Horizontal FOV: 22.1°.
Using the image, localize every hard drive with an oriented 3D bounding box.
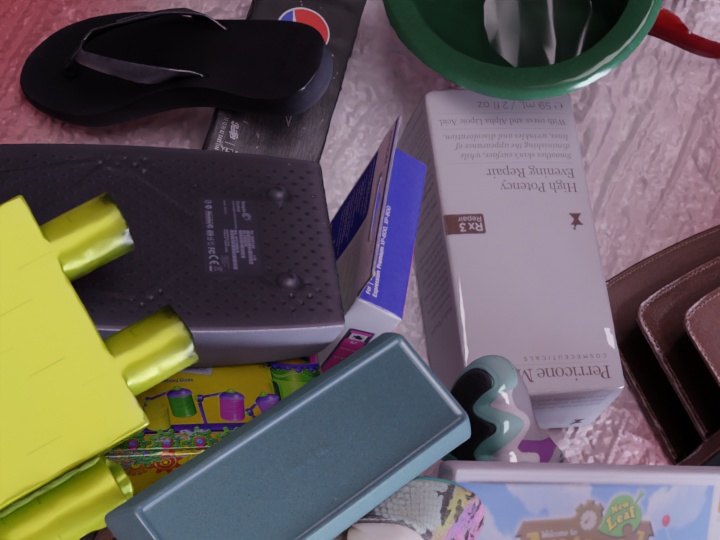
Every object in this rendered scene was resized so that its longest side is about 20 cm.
[{"bbox_3d":[-0.114,-0.007,0.933,0.199,0.042,0.135,2,44,-12],"label":"hard drive"}]

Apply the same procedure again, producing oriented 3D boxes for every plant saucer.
[{"bbox_3d":[-0.026,0.093,0.875,0.200,0.019,0.070,-31,78,-41],"label":"plant saucer"}]

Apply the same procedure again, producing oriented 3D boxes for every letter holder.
[{"bbox_3d":[0.263,0.018,1.147,0.200,0.101,0.142,-21,72,-22],"label":"letter holder"}]

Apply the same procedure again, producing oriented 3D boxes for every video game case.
[{"bbox_3d":[0.122,0.196,1.006,0.200,0.022,0.183,4,93,-28],"label":"video game case"}]

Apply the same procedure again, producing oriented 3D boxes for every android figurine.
[{"bbox_3d":[-0.180,0.050,0.837,0.200,0.041,0.182,-31,87,-14],"label":"android figurine"}]

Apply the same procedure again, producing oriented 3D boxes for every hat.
[{"bbox_3d":[0.120,-0.152,1.189,0.200,0.176,0.166,26,79,16],"label":"hat"}]

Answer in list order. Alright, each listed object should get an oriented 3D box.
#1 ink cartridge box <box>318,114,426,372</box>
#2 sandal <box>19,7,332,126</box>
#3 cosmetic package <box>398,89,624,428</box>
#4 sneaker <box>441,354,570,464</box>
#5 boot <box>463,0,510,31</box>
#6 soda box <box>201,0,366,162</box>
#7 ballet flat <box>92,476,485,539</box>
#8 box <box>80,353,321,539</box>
[{"bbox_3d":[0.000,0.000,1.028,0.037,0.200,0.095,14,66,-8],"label":"ink cartridge box"},{"bbox_3d":[-0.114,-0.129,1.094,0.200,0.043,0.076,-1,60,21],"label":"sandal"},{"bbox_3d":[0.089,-0.007,1.126,0.101,0.074,0.200,-3,67,-15],"label":"cosmetic package"},{"bbox_3d":[0.122,0.138,1.056,0.140,0.078,0.201,-10,101,-27],"label":"sneaker"},{"bbox_3d":[0.124,-0.247,1.239,0.200,0.073,0.182,-25,89,-16],"label":"boot"},{"bbox_3d":[-0.051,-0.103,1.135,0.071,0.063,0.200,19,64,-7],"label":"soda box"},{"bbox_3d":[-0.029,0.142,0.893,0.199,0.069,0.071,0,25,-15],"label":"ballet flat"},{"bbox_3d":[-0.133,0.060,0.978,0.199,0.122,0.193,0,46,-14],"label":"box"}]
